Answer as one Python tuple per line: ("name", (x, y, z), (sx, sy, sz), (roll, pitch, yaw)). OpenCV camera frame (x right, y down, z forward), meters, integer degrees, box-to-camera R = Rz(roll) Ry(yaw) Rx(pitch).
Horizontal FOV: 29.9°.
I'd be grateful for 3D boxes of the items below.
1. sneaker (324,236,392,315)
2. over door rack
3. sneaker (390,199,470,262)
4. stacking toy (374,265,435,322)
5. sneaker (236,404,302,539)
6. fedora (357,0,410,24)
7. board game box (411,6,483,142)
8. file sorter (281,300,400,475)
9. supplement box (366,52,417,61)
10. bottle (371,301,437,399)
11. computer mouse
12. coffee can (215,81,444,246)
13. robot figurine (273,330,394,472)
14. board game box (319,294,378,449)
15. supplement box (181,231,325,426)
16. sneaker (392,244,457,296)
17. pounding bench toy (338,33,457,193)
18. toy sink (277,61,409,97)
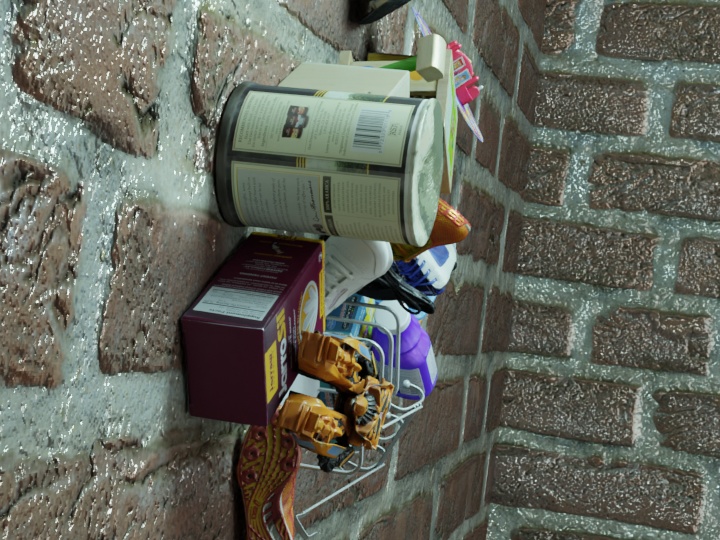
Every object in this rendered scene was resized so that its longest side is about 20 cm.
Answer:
("sneaker", (-0.031, 0.014, 1.506), (0.100, 0.075, 0.200), (-52, -176, -39))
("over door rack", (-0.010, 0.233, 1.732), (0.200, 0.066, 0.148), (-38, 162, -47))
("sneaker", (0.072, -0.042, 1.646), (0.077, 0.073, 0.200), (-53, -167, -18))
("stacking toy", (0.038, 0.078, 1.953), (0.201, 0.115, 0.110), (103, 14, -47))
("sneaker", (-0.105, 0.238, 1.505), (0.077, 0.072, 0.202), (-109, -157, -69))
("fedora", (0.056, -0.395, 1.724), (0.092, 0.199, 0.201), (59, 24, -10))
("board game box", (0.132, -0.267, 1.790), (0.158, 0.039, 0.201), (46, 21, -54))
("file sorter", (-0.032, 0.132, 1.598), (0.200, 0.123, 0.140), (-56, 150, -63))
("supplement box", (0.060, -0.189, 1.871), (0.131, 0.102, 0.202), (1, 96, -77))
("bottle", (0.055, 0.106, 1.828), (0.201, 0.083, 0.066), (72, 36, -58))
("computer mouse", (0.000, 0.000, 1.660), (0.053, 0.200, 0.138), (-49, 116, -5))
("coffee can", (-0.027, -0.106, 1.348), (0.146, 0.198, 0.148), (7, 90, -76))
("robot figurine", (-0.021, 0.134, 1.385), (0.200, 0.058, 0.147), (36, 69, -64))
("board game box", (-0.014, 0.121, 1.826), (0.201, 0.046, 0.152), (81, 21, -47))
("supplement box", (-0.102, 0.054, 1.354), (0.200, 0.085, 0.111), (-59, 152, -59))
("sneaker", (0.071, -0.022, 1.822), (0.198, 0.080, 0.117), (1, 76, -44))
("pounding bench toy", (0.031, -0.203, 1.619), (0.201, 0.154, 0.125), (79, 15, -55))
("toy sink", (-0.019, -0.120, 1.525), (0.112, 0.129, 0.202), (-57, 152, -61))
